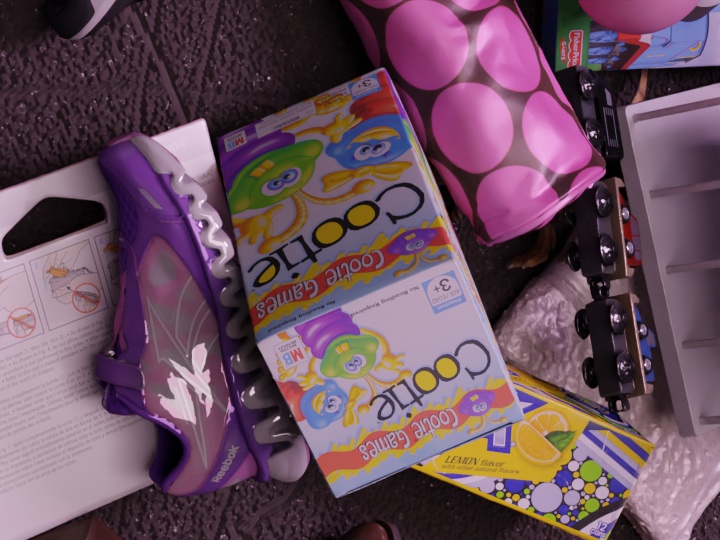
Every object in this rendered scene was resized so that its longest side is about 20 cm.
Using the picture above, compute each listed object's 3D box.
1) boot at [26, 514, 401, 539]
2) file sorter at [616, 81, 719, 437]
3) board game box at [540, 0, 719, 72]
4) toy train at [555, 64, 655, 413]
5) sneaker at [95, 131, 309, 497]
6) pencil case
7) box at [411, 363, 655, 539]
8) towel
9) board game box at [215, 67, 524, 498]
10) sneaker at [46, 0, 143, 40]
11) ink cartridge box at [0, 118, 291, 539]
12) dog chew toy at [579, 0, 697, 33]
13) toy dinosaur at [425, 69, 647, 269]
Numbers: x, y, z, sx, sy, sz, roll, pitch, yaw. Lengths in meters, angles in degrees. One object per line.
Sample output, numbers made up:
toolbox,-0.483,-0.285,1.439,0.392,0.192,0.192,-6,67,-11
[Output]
boot,-0.091,0.171,1.055,0.200,0.064,0.187,40,78,-29
file sorter,0.257,-0.019,1.169,0.138,0.124,0.202,-16,94,-43
board game box,0.208,-0.197,1.156,0.198,0.037,0.152,-4,112,-12
toy train,0.140,-0.018,1.122,0.046,0.034,0.202,5,75,-49
sneaker,-0.098,0.031,0.993,0.088,0.080,0.201,-23,105,-12
pencil case,0.061,-0.117,1.082,0.093,0.091,0.201,-28,92,-40
box,0.063,0.085,1.119,0.199,0.064,0.070,24,97,-22
towel,0.173,0.066,1.211,0.133,0.034,0.200,-49,114,-17
board game box,0.000,0.000,0.995,0.104,0.200,0.103,-23,123,4
sneaker,-0.077,-0.181,1.034,0.200,0.072,0.083,-49,115,-16
ink cartridge box,-0.150,0.033,1.028,0.199,0.045,0.178,-22,105,-26
dog chew toy,0.129,-0.206,1.043,0.125,0.124,0.200,-51,134,-15
toy dinosaur,0.116,-0.059,1.155,0.199,0.060,0.107,-17,101,-26
